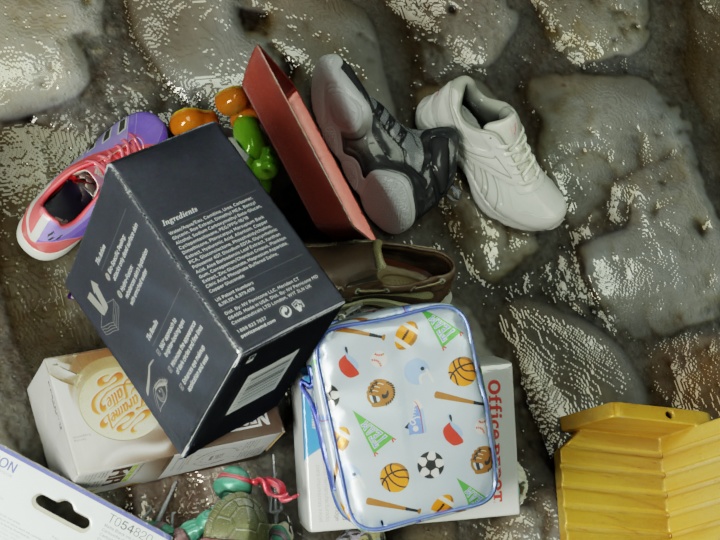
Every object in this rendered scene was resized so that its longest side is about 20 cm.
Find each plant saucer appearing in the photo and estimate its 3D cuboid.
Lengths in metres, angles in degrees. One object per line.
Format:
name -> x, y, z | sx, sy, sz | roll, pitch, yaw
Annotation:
plant saucer -> -0.052, -0.109, 1.620 | 0.037, 0.200, 0.200 | -29, 82, 5

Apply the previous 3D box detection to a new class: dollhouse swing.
dollhouse swing -> 0.317, 0.224, 1.635 | 0.181, 0.176, 0.200 | 8, 66, -22

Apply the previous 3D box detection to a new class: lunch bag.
lunch bag -> 0.031, 0.124, 1.455 | 0.160, 0.076, 0.200 | -12, 92, -7

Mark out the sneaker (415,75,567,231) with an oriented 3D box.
sneaker -> 0.149, -0.124, 1.753 | 0.200, 0.099, 0.078 | 43, 57, -3

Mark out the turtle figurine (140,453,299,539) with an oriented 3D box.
turtle figurine -> -0.125, 0.249, 1.465 | 0.149, 0.101, 0.200 | 12, 71, -16

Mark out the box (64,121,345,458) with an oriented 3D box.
box -> -0.138, 0.017, 1.404 | 0.117, 0.197, 0.200 | -27, 73, -33

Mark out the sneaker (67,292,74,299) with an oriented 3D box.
sneaker -> -0.174, 0.034, 1.562 | 0.200, 0.074, 0.088 | 27, 79, -6

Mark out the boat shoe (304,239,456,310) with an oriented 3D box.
boat shoe -> -0.001, -0.005, 1.574 | 0.202, 0.075, 0.075 | 3, 55, -29

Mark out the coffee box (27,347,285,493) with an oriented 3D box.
coffee box -> -0.185, 0.127, 1.493 | 0.200, 0.080, 0.115 | -8, 68, -28

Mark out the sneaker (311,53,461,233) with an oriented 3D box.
sneaker -> 0.031, -0.143, 1.724 | 0.114, 0.075, 0.200 | -24, 86, -32

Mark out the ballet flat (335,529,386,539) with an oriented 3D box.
ballet flat -> -0.028, 0.306, 1.491 | 0.072, 0.072, 0.201 | 27, 61, -12

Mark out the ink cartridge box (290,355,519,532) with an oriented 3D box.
ink cartridge box -> 0.041, 0.159, 1.536 | 0.200, 0.086, 0.147 | -4, 90, -9

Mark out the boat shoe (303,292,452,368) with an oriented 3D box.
boat shoe -> 0.011, 0.056, 1.632 | 0.074, 0.060, 0.200 | 40, 41, 22

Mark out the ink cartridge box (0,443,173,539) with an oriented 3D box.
ink cartridge box -> -0.288, 0.270, 1.390 | 0.199, 0.041, 0.200 | 31, 69, -10

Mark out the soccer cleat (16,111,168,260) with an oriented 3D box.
soccer cleat -> -0.245, -0.090, 1.567 | 0.068, 0.073, 0.200 | 43, 57, -2

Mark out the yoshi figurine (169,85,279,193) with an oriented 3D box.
yoshi figurine -> -0.128, -0.074, 1.602 | 0.112, 0.112, 0.200 | -12, 75, -18

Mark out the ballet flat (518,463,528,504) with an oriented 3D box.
ballet flat -> 0.083, 0.162, 1.627 | 0.200, 0.072, 0.072 | 41, 57, -7
